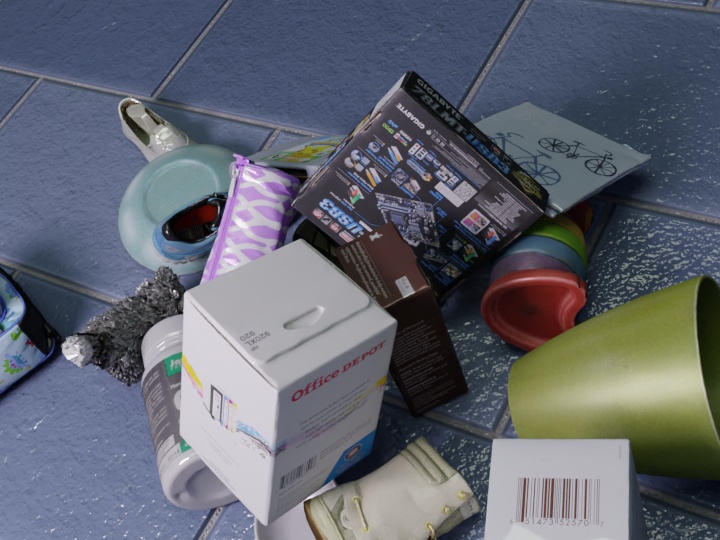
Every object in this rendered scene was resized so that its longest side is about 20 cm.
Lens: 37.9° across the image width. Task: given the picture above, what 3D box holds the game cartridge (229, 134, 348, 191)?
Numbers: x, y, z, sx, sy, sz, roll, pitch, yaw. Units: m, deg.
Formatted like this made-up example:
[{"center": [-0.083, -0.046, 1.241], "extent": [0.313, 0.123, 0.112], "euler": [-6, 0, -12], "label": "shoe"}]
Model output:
[{"center": [-0.052, -0.132, 1.270], "extent": [0.133, 0.041, 0.199], "euler": [-21, 20, -38], "label": "game cartridge"}]

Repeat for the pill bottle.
[{"center": [-0.181, 0.152, 1.161], "extent": [0.113, 0.113, 0.200], "euler": [-25, 49, 1], "label": "pill bottle"}]

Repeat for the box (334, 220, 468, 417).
[{"center": [0.046, 0.055, 1.090], "extent": [0.075, 0.200, 0.100], "euler": [-25, 49, -3], "label": "box"}]

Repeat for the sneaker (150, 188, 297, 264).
[{"center": [-0.163, -0.065, 1.313], "extent": [0.199, 0.090, 0.079], "euler": [-25, 85, -16], "label": "sneaker"}]

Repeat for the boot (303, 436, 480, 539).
[{"center": [0.055, 0.270, 1.006], "extent": [0.154, 0.072, 0.200], "euler": [-27, 61, -15], "label": "boot"}]

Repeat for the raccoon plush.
[{"center": [-0.258, 0.063, 1.230], "extent": [0.134, 0.097, 0.200], "euler": [-45, 7, 0], "label": "raccoon plush"}]

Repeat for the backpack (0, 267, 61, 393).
[{"center": [-0.517, 0.082, 1.324], "extent": [0.200, 0.147, 0.183], "euler": [-42, 49, -10], "label": "backpack"}]

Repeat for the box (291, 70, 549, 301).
[{"center": [0.061, -0.077, 1.114], "extent": [0.198, 0.200, 0.050], "euler": [-43, 13, 37], "label": "box"}]

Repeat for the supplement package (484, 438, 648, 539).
[{"center": [0.181, 0.241, 0.895], "extent": [0.116, 0.200, 0.118], "euler": [-4, 52, 18], "label": "supplement package"}]

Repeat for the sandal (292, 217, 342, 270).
[{"center": [0.000, 0.001, 1.252], "extent": [0.200, 0.057, 0.080], "euler": [32, 66, 20], "label": "sandal"}]

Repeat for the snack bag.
[{"center": [0.205, -0.133, 1.201], "extent": [0.188, 0.021, 0.200], "euler": [31, 40, 31], "label": "snack bag"}]

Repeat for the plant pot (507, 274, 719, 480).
[{"center": [0.251, 0.116, 1.001], "extent": [0.199, 0.187, 0.188], "euler": [-14, 48, 30], "label": "plant pot"}]

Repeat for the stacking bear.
[{"center": [0.205, -0.021, 1.158], "extent": [0.113, 0.122, 0.201], "euler": [7, 47, 16], "label": "stacking bear"}]

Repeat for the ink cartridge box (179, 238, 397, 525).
[{"center": [-0.074, 0.104, 1.003], "extent": [0.147, 0.201, 0.145], "euler": [-28, 54, -35], "label": "ink cartridge box"}]

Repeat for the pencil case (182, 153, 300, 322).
[{"center": [-0.131, -0.027, 1.176], "extent": [0.084, 0.085, 0.201], "euler": [11, 85, 41], "label": "pencil case"}]

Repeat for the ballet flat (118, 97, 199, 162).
[{"center": [-0.291, -0.192, 1.504], "extent": [0.069, 0.070, 0.200], "euler": [-42, 51, -14], "label": "ballet flat"}]

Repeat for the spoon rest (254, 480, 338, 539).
[{"center": [-0.065, 0.216, 1.102], "extent": [0.099, 0.061, 0.201], "euler": [-13, 50, 9], "label": "spoon rest"}]

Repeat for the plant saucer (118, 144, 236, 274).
[{"center": [-0.234, -0.093, 1.394], "extent": [0.200, 0.039, 0.202], "euler": [-4, 63, 8], "label": "plant saucer"}]
